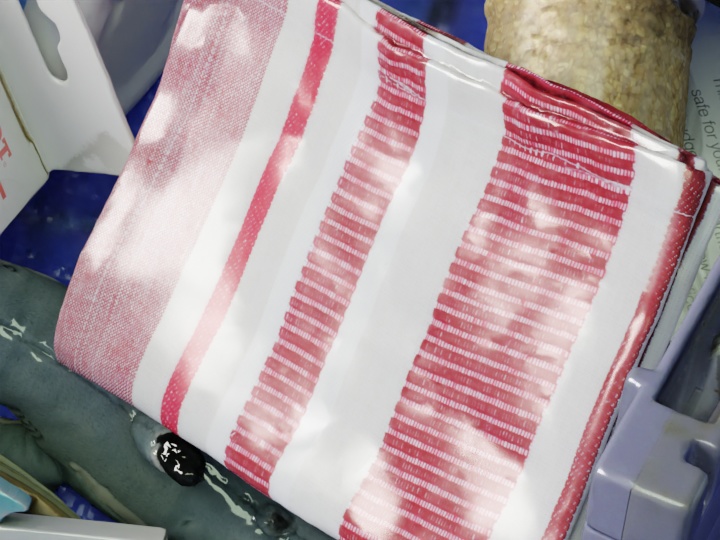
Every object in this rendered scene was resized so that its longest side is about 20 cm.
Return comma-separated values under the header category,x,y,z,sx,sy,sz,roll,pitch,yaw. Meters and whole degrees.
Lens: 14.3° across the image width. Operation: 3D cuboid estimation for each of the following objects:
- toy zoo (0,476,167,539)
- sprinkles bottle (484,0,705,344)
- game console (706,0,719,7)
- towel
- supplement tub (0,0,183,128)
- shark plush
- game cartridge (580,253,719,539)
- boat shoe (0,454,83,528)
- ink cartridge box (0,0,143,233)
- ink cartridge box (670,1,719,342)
category,x,y,z,sx,sy,sz,roll,pitch,yaw
toy zoo,-0.118,0.155,0.897,0.131,0.020,0.201,-6,99,1
sprinkles bottle,0.062,-0.010,0.854,0.068,0.068,0.201,6,77,4
game console,0.126,-0.133,0.893,0.199,0.118,0.171,23,68,-24
towel,0.000,0.000,0.814,0.200,0.023,0.145,29,102,38
supplement tub,-0.148,-0.140,0.947,0.199,0.132,0.132,29,80,9
shark plush,-0.064,0.068,0.919,0.091,0.083,0.200,-40,78,-7
game cartridge,0.100,0.035,0.771,0.038,0.130,0.200,24,46,12
boat shoe,-0.137,0.085,0.932,0.200,0.063,0.073,35,96,0
ink cartridge box,-0.177,-0.059,0.891,0.199,0.117,0.068,2,39,33
ink cartridge box,0.092,0.000,0.928,0.199,0.084,0.146,-17,77,-2
